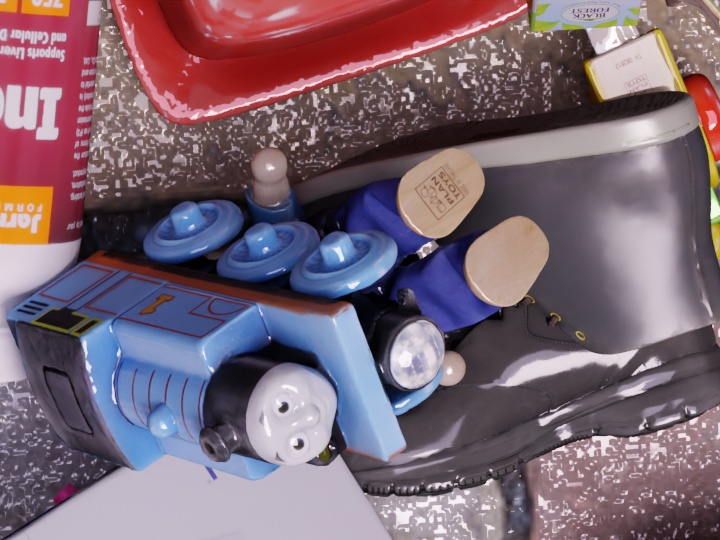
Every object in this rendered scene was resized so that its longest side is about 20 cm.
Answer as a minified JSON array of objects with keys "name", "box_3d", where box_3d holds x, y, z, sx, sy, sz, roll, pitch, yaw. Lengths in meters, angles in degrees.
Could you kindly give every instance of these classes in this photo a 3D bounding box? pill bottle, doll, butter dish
[{"name":"pill bottle","box_3d":[-0.174,-0.056,1.218,0.113,0.113,0.201,4,98,-5]},{"name":"doll","box_3d":[0.000,0.000,1.209,0.136,0.200,0.048,46,61,-8]},{"name":"butter dish","box_3d":[-0.024,-0.177,1.197,0.199,0.148,0.200,-18,98,-2]}]

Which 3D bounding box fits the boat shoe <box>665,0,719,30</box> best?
[{"name":"boat shoe","box_3d":[0.161,-0.138,1.258,0.200,0.072,0.060,43,107,-3]}]

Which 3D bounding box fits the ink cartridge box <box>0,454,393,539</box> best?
[{"name":"ink cartridge box","box_3d":[-0.056,0.170,1.189,0.199,0.041,0.200,-33,91,-37]}]

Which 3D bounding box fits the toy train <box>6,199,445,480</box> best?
[{"name":"toy train","box_3d":[-0.054,0.034,1.153,0.114,0.200,0.087,-37,119,-28]}]

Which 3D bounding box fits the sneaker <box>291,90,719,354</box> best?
[{"name":"sneaker","box_3d":[0.062,-0.010,1.231,0.199,0.075,0.107,-7,102,31]}]

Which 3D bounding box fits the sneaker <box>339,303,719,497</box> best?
[{"name":"sneaker","box_3d":[0.070,0.048,1.282,0.199,0.076,0.091,-17,89,-8]}]

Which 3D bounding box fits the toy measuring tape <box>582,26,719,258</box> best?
[{"name":"toy measuring tape","box_3d":[0.118,-0.094,1.261,0.073,0.074,0.200,-24,96,-1]}]

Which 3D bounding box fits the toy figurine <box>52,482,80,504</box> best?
[{"name":"toy figurine","box_3d":[-0.072,0.175,1.258,0.199,0.150,0.185,-7,89,-12]}]

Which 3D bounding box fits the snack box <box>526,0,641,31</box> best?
[{"name":"snack box","box_3d":[0.088,-0.222,1.159,0.053,0.142,0.201,-4,62,-2]}]
